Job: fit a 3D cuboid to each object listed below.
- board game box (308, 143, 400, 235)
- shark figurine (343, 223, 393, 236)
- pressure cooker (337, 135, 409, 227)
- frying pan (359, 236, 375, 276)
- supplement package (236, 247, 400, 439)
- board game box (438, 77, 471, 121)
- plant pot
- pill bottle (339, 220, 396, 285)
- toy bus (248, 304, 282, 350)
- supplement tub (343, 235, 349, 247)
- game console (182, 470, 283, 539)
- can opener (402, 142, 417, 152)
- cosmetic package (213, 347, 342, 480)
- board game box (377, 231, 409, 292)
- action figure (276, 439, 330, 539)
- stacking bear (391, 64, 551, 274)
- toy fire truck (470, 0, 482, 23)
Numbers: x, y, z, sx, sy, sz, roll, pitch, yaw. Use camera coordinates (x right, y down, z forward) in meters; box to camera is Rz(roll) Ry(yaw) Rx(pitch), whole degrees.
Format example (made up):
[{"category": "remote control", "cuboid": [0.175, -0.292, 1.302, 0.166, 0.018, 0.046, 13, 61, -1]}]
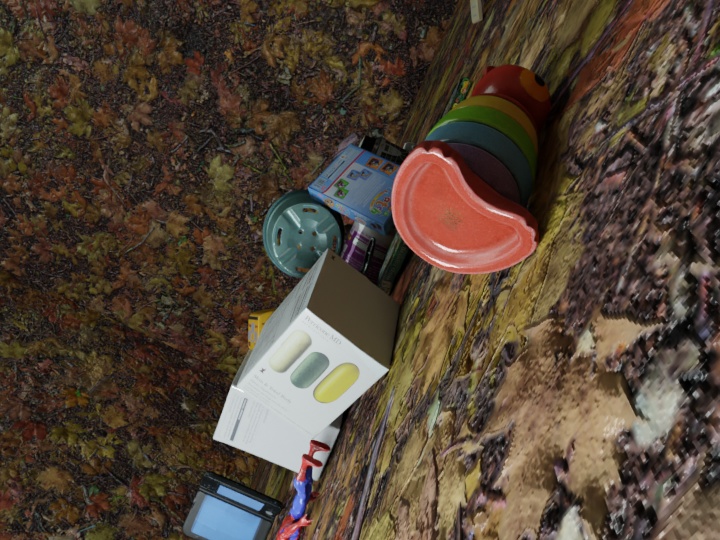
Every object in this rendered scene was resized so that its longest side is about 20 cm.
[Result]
[{"category": "board game box", "cuboid": [0.013, -0.170, 1.170, 0.152, 0.197, 0.037, -48, -31, -25]}, {"category": "shark figurine", "cuboid": [-0.026, -0.065, 1.443, 0.214, 0.090, 0.128, -45, 32, -7]}, {"category": "pressure cooker", "cuboid": [0.030, -0.215, 1.355, 0.176, 0.195, 0.183, 164, 131, -85]}, {"category": "frying pan", "cuboid": [0.003, 0.047, 1.102, 0.115, 0.030, 0.193, 49, 120, 36]}, {"category": "supplement package", "cuboid": [-0.061, 0.113, 0.873, 0.200, 0.150, 0.152, -46, 15, 32]}, {"category": "board game box", "cuboid": [0.171, -0.294, 1.196, 0.105, 0.023, 0.205, -108, 42, -80]}, {"category": "plant pot", "cuboid": [-0.121, -0.073, 1.253, 0.196, 0.195, 0.206, -133, 68, -80]}, {"category": "pill bottle", "cuboid": [0.000, 0.000, 1.198, 0.112, 0.109, 0.205, -88, 22, -78]}, {"category": "toy bus", "cuboid": [-0.101, 0.102, 1.036, 0.065, 0.194, 0.081, -7, 82, 61]}, {"category": "supplement tub", "cuboid": [-0.001, -0.014, 1.317, 0.108, 0.104, 0.204, -77, 12, -68]}, {"category": "game console", "cuboid": [-0.295, 0.569, 1.318, 0.177, 0.195, 0.119, 122, 171, -54]}, {"category": "can opener", "cuboid": [0.105, -0.239, 1.504, 0.067, 0.051, 0.205, -86, 20, -75]}, {"category": "cosmetic package", "cuboid": [-0.130, 0.230, 1.030, 0.201, 0.195, 0.126, -77, 12, -66]}, {"category": "board game box", "cuboid": [0.079, -0.062, 1.031, 0.106, 0.023, 0.203, -72, 6, -55]}, {"category": "action figure", "cuboid": [-0.092, 0.365, 0.891, 0.066, 0.050, 0.205, -63, -7, -69]}, {"category": "stacking bear", "cuboid": [0.113, -0.108, 0.511, 0.203, 0.120, 0.114, -58, 7, -32]}, {"category": "toy fire truck", "cuboid": [0.293, -0.730, 1.450, 0.203, 0.127, 0.176, -57, 4, -6]}]
